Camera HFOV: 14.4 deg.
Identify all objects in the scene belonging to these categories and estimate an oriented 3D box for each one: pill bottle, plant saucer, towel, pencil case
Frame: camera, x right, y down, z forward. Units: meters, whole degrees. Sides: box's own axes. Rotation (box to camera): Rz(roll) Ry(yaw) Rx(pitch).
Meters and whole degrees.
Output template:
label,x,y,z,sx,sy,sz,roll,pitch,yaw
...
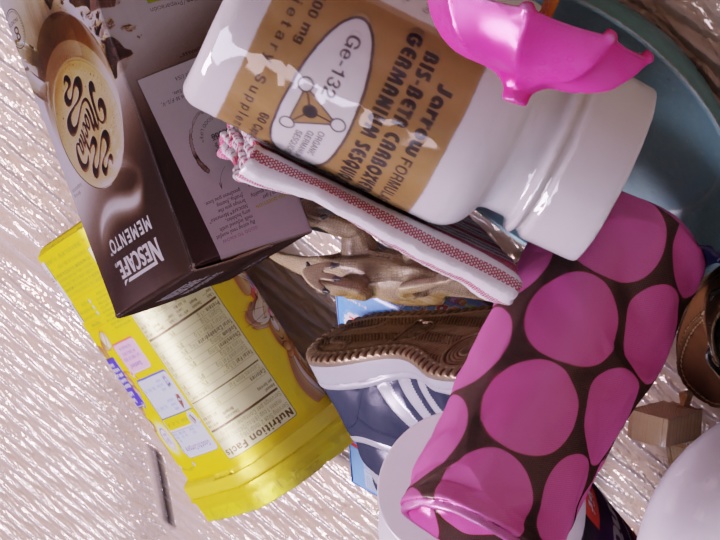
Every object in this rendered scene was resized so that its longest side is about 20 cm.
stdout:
label,x,y,z,sx,sy,sz,roll,pitch,yaw
pill bottle,0.029,-0.087,1.313,0.199,0.115,0.114,26,150,-4
pill bottle,0.079,0.146,1.500,0.112,0.113,0.200,24,166,30
plant saucer,0.108,-0.076,1.406,0.199,0.036,0.201,27,147,19
towel,0.000,-0.031,1.402,0.146,0.030,0.200,24,-174,-9
pencil case,0.097,0.057,1.363,0.090,0.201,0.094,13,150,35

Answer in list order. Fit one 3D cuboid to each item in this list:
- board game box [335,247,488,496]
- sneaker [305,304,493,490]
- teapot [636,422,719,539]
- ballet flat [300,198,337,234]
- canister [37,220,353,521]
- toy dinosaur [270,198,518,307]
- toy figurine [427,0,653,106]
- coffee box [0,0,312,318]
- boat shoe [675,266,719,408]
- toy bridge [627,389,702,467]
label,x,y,z,sx,sy,sz,roll,pitch,yaw
board game box,0.057,0.088,1.683,0.151,0.037,0.201,28,147,25
sneaker,0.058,0.082,1.568,0.199,0.070,0.109,1,120,53
teapot,0.197,0.174,1.392,0.197,0.146,0.201,19,139,58
ballet flat,0.000,-0.057,1.570,0.067,0.047,0.200,23,163,-22
canister,-0.103,0.045,1.740,0.201,0.086,0.148,56,157,-4
toy dinosaur,0.000,0.000,1.569,0.199,0.059,0.101,7,164,30
toy figurine,0.097,-0.160,1.175,0.150,0.184,0.201,9,135,44
coffee box,-0.114,-0.089,1.550,0.113,0.079,0.201,-29,81,58
boat shoe,0.196,0.027,1.407,0.072,0.068,0.200,38,151,3
toy bridge,0.162,0.161,1.497,0.027,0.067,0.201,14,105,40
